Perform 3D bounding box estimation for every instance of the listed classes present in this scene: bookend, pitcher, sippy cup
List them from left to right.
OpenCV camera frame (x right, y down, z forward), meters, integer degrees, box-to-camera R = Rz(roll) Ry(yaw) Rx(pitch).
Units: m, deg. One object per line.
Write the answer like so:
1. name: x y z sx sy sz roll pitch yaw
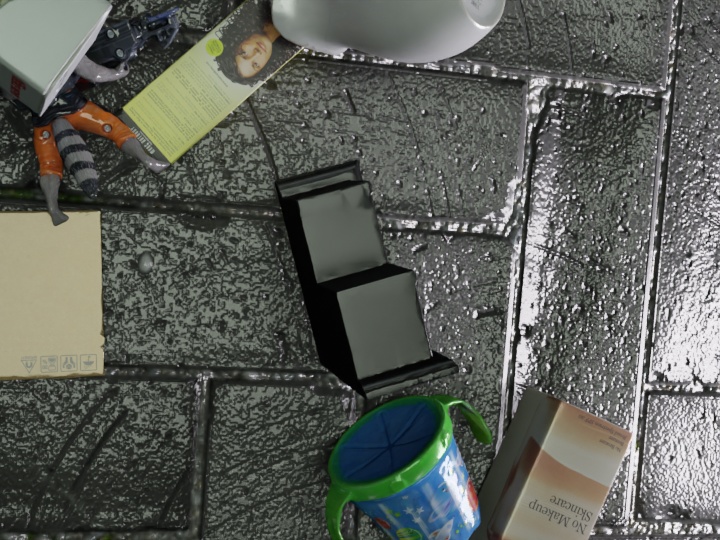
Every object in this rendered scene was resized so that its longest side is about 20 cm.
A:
1. bookend: 0.000 0.000 1.050 0.092 0.199 0.200 -16 97 -12
2. pitcher: 0.044 -0.244 1.028 0.171 0.200 0.122 14 79 -50
3. sippy cup: 0.055 0.220 1.125 0.178 0.140 0.130 -26 112 12

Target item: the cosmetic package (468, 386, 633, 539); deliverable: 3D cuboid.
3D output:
1. cosmetic package: 0.196 0.239 1.181 0.103 0.087 0.200 24 88 -17

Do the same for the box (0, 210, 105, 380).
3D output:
1. box: -0.346 0.024 1.045 0.200 0.021 0.164 -1 94 -15

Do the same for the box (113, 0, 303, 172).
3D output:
1. box: -0.144 -0.187 1.073 0.200 0.050 0.075 -44 104 -8

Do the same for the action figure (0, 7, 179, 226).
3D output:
1. action figure: -0.247 -0.164 0.981 0.200 0.105 0.194 -26 94 15

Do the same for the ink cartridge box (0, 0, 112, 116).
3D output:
1. ink cartridge box: -0.288 -0.211 0.795 0.200 0.146 0.083 38 80 -16
